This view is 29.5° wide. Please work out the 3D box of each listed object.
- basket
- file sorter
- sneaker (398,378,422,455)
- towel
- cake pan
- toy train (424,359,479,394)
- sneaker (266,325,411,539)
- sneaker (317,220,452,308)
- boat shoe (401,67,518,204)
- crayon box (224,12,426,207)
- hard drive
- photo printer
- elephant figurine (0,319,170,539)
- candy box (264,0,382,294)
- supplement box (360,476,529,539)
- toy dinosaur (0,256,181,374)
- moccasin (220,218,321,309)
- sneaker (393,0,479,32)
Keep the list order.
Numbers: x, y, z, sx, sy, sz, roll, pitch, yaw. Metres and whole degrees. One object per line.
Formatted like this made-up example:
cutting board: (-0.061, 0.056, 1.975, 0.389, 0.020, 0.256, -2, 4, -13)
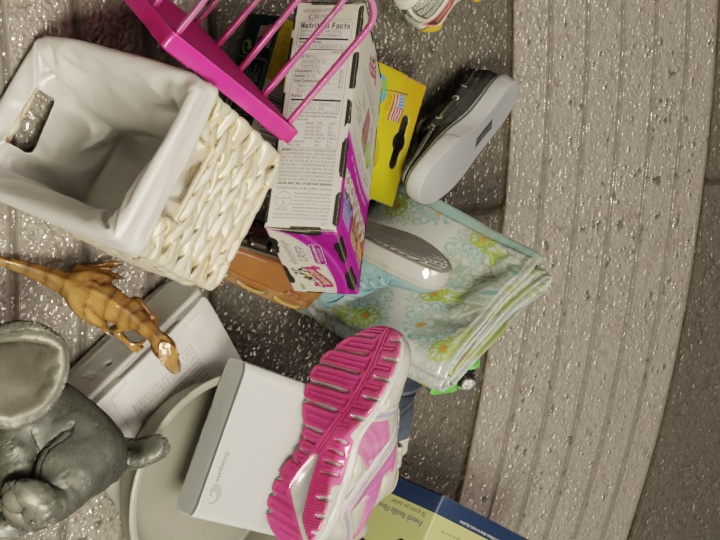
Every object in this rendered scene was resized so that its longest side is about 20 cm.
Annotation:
basket: (-0.176, -0.078, 1.030, 0.123, 0.200, 0.136, 37, 77, -49)
file sorter: (-0.099, -0.221, 1.036, 0.125, 0.200, 0.139, -48, 134, 7)
sneaker: (-0.009, 0.117, 1.323, 0.202, 0.077, 0.147, -7, 118, -53)
towel: (0.055, 0.011, 1.283, 0.171, 0.200, 0.048, -43, 145, -29)
cake pan: (-0.125, 0.180, 1.165, 0.200, 0.037, 0.201, -16, 112, -44)
toy train: (0.059, 0.038, 1.316, 0.056, 0.200, 0.042, -7, 137, -18)
sneaker: (-0.005, 0.144, 1.166, 0.088, 0.081, 0.201, 24, 90, -49)
sneaker: (0.000, 0.000, 1.224, 0.074, 0.200, 0.082, -4, 109, -43)
boat shoe: (0.088, -0.135, 1.348, 0.200, 0.056, 0.069, -48, 156, -40)
crayon box: (-0.034, -0.142, 1.253, 0.200, 0.051, 0.127, 18, 89, -45)
hard drive: (-0.060, 0.163, 1.183, 0.200, 0.027, 0.132, 25, 82, -47)
photo printer: (-0.163, 0.133, 1.193, 0.166, 0.069, 0.200, -47, 130, -26)
elephant figurine: (-0.271, 0.093, 1.023, 0.201, 0.141, 0.155, 66, 28, -5)
candy box: (-0.027, -0.098, 1.109, 0.136, 0.061, 0.201, 72, 23, -67)
supplement box: (0.051, 0.330, 1.414, 0.200, 0.134, 0.200, 34, 78, -44)
toy dinosaur: (-0.223, 0.015, 1.091, 0.106, 0.199, 0.061, 32, 82, -89)
moccasin: (-0.123, -0.018, 1.166, 0.201, 0.074, 0.078, 18, 123, -27)
sneaker: (0.104, -0.311, 1.331, 0.200, 0.078, 0.082, -43, 133, -16)
